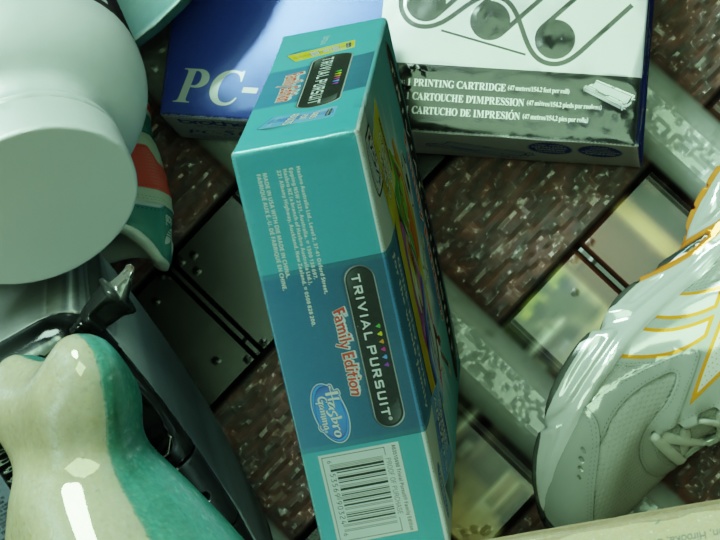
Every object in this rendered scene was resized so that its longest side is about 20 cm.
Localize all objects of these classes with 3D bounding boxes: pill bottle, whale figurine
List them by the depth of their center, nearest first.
[{"bbox_3d":[-0.065,0.117,0.896,0.103,0.159,0.201,-14,86,-30],"label":"whale figurine"},{"bbox_3d":[-0.148,-0.091,0.986,0.112,0.113,0.200,-28,51,3],"label":"pill bottle"}]

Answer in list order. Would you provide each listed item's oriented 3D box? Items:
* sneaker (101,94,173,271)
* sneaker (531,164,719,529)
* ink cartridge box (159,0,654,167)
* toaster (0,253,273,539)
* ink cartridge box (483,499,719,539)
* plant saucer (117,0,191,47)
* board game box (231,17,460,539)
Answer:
[{"bbox_3d":[-0.171,-0.007,1.094,0.199,0.070,0.094,-20,73,2],"label":"sneaker"},{"bbox_3d":[0.148,0.034,1.030,0.092,0.076,0.200,35,88,26],"label":"sneaker"},{"bbox_3d":[0.021,-0.098,1.093,0.199,0.044,0.095,4,80,9],"label":"ink cartridge box"},{"bbox_3d":[-0.129,0.101,1.008,0.199,0.119,0.181,-30,112,4],"label":"toaster"},{"bbox_3d":[0.090,0.135,0.966,0.164,0.200,0.075,-12,80,7],"label":"ink cartridge box"},{"bbox_3d":[-0.120,-0.158,1.103,0.199,0.036,0.201,-12,63,24],"label":"plant saucer"},{"bbox_3d":[0.000,0.000,0.978,0.047,0.200,0.152,-11,106,7],"label":"board game box"}]
